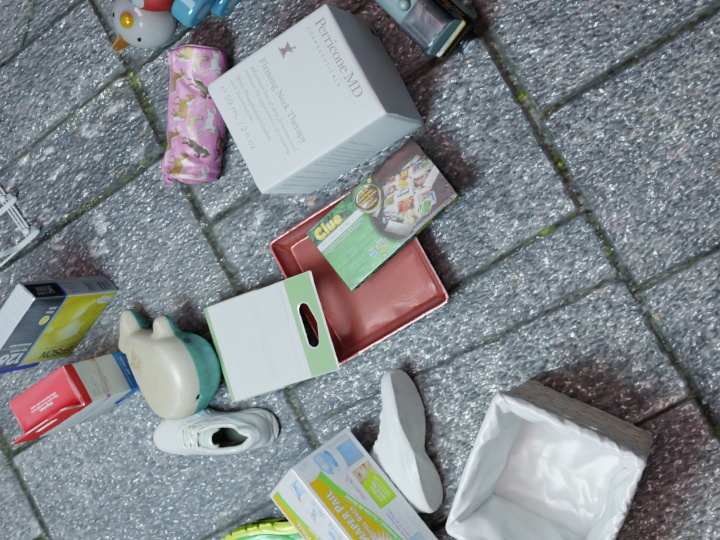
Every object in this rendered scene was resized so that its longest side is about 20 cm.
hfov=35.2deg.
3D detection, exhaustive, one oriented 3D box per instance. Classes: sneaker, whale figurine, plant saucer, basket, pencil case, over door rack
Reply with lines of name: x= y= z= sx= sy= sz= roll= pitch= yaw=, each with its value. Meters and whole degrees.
sneaker: x=0.044 y=0.236 z=1.549 sx=0.088 sy=0.075 sz=0.201 roll=-12 pitch=90 yaw=34
sneaker: x=-0.116 y=0.396 z=1.618 sx=0.200 sy=0.074 sz=0.084 roll=-10 pitch=86 yaw=22
whale figurine: x=-0.280 y=0.129 z=1.664 sx=0.200 sy=0.104 sz=0.159 roll=35 pitch=128 yaw=39
plant saucer: x=0.000 y=0.000 z=1.564 sx=0.199 sy=0.037 sz=0.200 roll=-31 pitch=83 yaw=21
basket: x=0.242 y=0.266 z=1.419 sx=0.198 sy=0.161 sz=0.200 roll=23 pitch=101 yaw=19
pencil case: x=-0.237 y=-0.221 z=1.619 sx=0.086 sy=0.083 sz=0.201 roll=6 pitch=97 yaw=20
over door rack: x=-0.616 y=-0.054 z=1.791 sx=0.200 sy=0.067 sz=0.148 roll=-42 pitch=78 yaw=19
sneaker: x=-0.223 y=0.235 z=1.647 sx=0.200 sy=0.080 sz=0.071 roll=-8 pitch=92 yaw=23

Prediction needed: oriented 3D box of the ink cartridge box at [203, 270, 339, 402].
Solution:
ink cartridge box: x=-0.117 y=0.092 z=1.596 sx=0.200 sy=0.048 sz=0.146 roll=-19 pitch=86 yaw=30

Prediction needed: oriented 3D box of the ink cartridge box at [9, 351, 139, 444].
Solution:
ink cartridge box: x=-0.423 y=0.184 z=1.658 sx=0.116 sy=0.200 sz=0.067 roll=-33 pitch=82 yaw=20

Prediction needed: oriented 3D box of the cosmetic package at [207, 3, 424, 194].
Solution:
cosmetic package: x=-0.056 y=-0.220 z=1.501 sx=0.200 sy=0.166 sz=0.168 roll=-31 pitch=82 yaw=20

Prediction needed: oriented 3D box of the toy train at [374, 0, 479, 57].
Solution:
toy train: x=0.068 y=-0.354 z=1.466 sx=0.200 sy=0.114 sz=0.085 roll=47 pitch=116 yaw=12

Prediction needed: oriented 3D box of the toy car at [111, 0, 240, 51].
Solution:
toy car: x=-0.301 y=-0.376 z=1.598 sx=0.184 sy=0.177 sz=0.200 roll=41 pitch=120 yaw=2

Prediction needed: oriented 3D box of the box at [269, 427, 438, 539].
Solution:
box: x=-0.010 y=0.335 z=1.533 sx=0.200 sy=0.112 sz=0.101 roll=49 pitch=143 yaw=11

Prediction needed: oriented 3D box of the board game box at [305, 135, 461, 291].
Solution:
board game box: x=0.029 y=-0.075 z=1.516 sx=0.200 sy=0.023 sz=0.105 roll=-41 pitch=81 yaw=18

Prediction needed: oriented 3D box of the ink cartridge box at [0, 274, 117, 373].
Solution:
ink cartridge box: x=-0.479 y=0.096 z=1.676 sx=0.047 sy=0.198 sz=0.200 roll=41 pitch=108 yaw=15
